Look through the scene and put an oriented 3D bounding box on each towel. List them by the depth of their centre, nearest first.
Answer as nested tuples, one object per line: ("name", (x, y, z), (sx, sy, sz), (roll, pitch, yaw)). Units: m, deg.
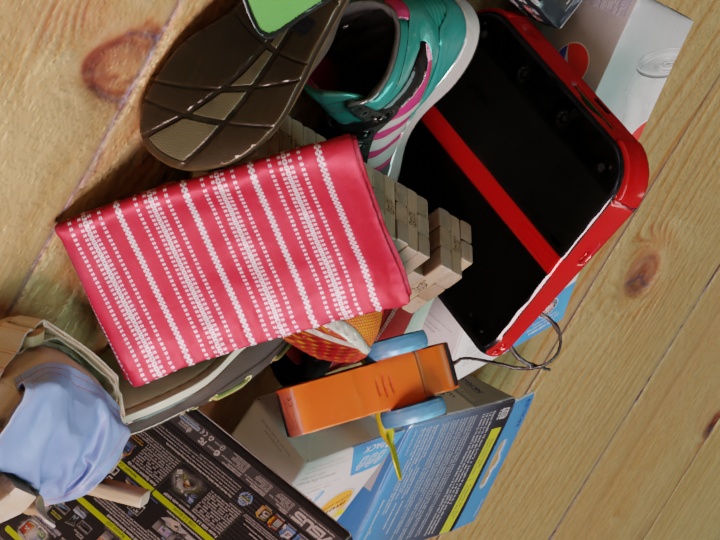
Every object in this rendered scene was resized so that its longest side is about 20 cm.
("towel", (-0.077, -0.004, 1.362), (0.200, 0.022, 0.145), (-17, 129, 3))

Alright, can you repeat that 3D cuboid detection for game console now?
("game console", (0.094, -0.067, 1.473), (0.031, 0.200, 0.177), (12, 123, -48))

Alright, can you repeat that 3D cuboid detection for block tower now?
("block tower", (-0.015, -0.041, 1.403), (0.200, 0.054, 0.058), (28, 132, -30))

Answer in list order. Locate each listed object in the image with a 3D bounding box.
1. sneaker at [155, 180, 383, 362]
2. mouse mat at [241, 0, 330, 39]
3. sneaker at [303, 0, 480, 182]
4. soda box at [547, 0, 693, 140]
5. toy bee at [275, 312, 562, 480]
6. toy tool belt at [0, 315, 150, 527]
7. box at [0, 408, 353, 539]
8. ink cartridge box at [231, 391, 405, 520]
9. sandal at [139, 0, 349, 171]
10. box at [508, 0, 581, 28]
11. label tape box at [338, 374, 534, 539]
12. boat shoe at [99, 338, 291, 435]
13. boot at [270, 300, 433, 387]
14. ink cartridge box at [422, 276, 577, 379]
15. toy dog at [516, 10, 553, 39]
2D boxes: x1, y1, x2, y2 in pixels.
("sneaker", (-0.064, -0.010, 1.433), (0.200, 0.073, 0.077), (36, 59, -36))
("mouse mat", (-0.015, -0.251, 1.277), (0.200, 0.008, 0.161), (-37, 123, -26))
("sneaker", (-0.010, -0.104, 1.427), (0.121, 0.084, 0.200), (8, 118, -55))
("soda box", (0.155, -0.105, 1.513), (0.068, 0.063, 0.200), (17, 100, -45))
("toy bee", (0.030, 0.086, 1.538), (0.109, 0.200, 0.131), (158, -62, -73))
("toy tool belt", (-0.212, 0.094, 1.301), (0.125, 0.123, 0.200), (-55, 151, 2))
("box", (-0.125, 0.187, 1.448), (0.160, 0.200, 0.044), (-45, 150, -18))
("ink cartridge box", (-0.067, 0.172, 1.607), (0.115, 0.068, 0.200), (-13, 147, -48))
("sandal", (-0.060, -0.145, 1.338), (0.200, 0.082, 0.055), (-59, 173, -5))
("box", (0.141, -0.287, 1.441), (0.200, 0.046, 0.159), (-53, 132, -3))
("label tape box", (0.051, 0.159, 1.820), (0.200, 0.066, 0.143), (-10, 129, -55))
("boat shoe", (-0.112, 0.064, 1.469), (0.201, 0.072, 0.061), (-36, 142, -34))
("boot", (0.000, 0.000, 1.570), (0.144, 0.072, 0.200), (-21, 141, -43))
("ink cartridge box", (0.110, -0.030, 1.667), (0.145, 0.084, 0.200), (-26, 145, -37))
("toy dog", (0.158, -0.188, 1.567), (0.132, 0.096, 0.200), (-41, 149, -22))
